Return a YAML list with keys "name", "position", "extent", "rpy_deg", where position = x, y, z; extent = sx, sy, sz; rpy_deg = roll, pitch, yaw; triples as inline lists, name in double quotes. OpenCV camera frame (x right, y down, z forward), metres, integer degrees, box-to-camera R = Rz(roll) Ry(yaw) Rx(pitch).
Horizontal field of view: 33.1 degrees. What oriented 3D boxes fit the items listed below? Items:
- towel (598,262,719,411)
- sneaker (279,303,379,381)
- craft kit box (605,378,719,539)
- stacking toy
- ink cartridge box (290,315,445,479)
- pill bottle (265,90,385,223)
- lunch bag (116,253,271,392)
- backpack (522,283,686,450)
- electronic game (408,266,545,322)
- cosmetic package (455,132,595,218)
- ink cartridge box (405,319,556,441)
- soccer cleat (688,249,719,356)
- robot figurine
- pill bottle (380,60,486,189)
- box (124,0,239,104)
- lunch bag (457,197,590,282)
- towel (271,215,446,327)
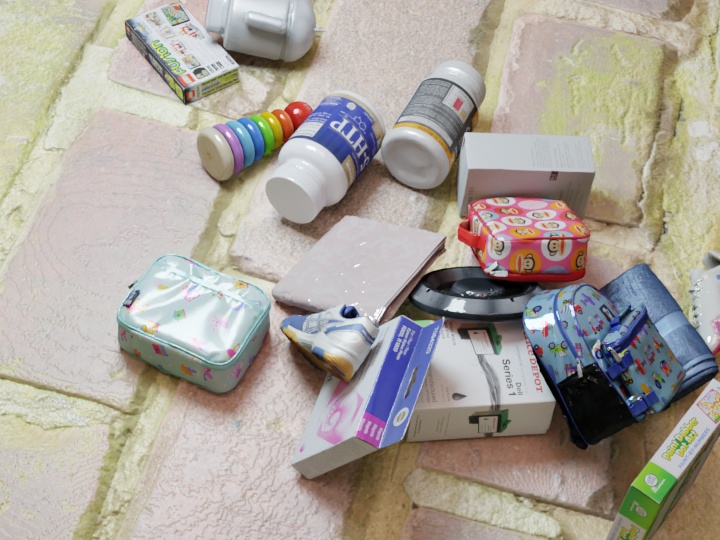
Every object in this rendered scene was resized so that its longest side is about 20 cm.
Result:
- name: "towel"
  position: [0.405, 0.089, 1.693]
  extent: [0.111, 0.048, 0.201]
  rpy_deg: [-36, 54, 11]
- name: "sneaker"
  position: [-0.037, 0.086, 1.621]
  extent: [0.088, 0.075, 0.199]
  rpy_deg: [-49, 29, -11]
- name: "craft kit box"
  position: [0.375, 0.259, 1.487]
  extent: [0.048, 0.201, 0.197]
  rpy_deg: [31, 54, 20]
- name: "stacking toy"
  position: [-0.156, -0.217, 1.904]
  extent: [0.199, 0.086, 0.085]
  rpy_deg: [-29, 59, -30]
- name: "ink cartridge box"
  position: [0.008, 0.154, 1.553]
  extent: [0.043, 0.199, 0.198]
  rpy_deg: [37, 49, -18]
- name: "pill bottle"
  position: [-0.056, -0.169, 1.844]
  extent: [0.119, 0.120, 0.201]
  rpy_deg: [25, 54, 15]
- name: "lunch bag"
  position: [-0.230, 0.064, 1.671]
  extent: [0.198, 0.078, 0.161]
  rpy_deg: [23, 53, 13]
- name: "backpack"
  position: [0.308, 0.102, 1.580]
  extent: [0.202, 0.134, 0.182]
  rpy_deg: [59, 33, 5]
- name: "electronic game"
  position: [0.165, 0.035, 1.696]
  extent: [0.197, 0.042, 0.200]
  rpy_deg: [1, 16, 0]
- name: "cosmetic package"
  position: [0.249, -0.144, 1.855]
  extent: [0.197, 0.114, 0.082]
  rpy_deg: [-1, 51, -3]
- name: "ink cartridge box"
  position: [0.152, 0.143, 1.634]
  extent: [0.197, 0.085, 0.148]
  rpy_deg: [-3, 52, -7]
- name: "soccer cleat"
  position: [0.499, 0.050, 1.744]
  extent: [0.086, 0.070, 0.201]
  rpy_deg: [35, 47, 2]
- name: "robot figurine"
  position: [-0.159, -0.414, 2.027]
  extent: [0.197, 0.115, 0.170]
  rpy_deg: [10, 14, -7]
- name: "pill bottle"
  position: [0.120, -0.233, 1.910]
  extent: [0.115, 0.117, 0.201]
  rpy_deg: [22, 54, 13]
- name: "box"
  position: [-0.301, -0.370, 2.037]
  extent: [0.109, 0.035, 0.200]
  rpy_deg: [-27, 58, -23]
- name: "lunch bag"
  position: [0.227, -0.048, 1.749]
  extent: [0.173, 0.083, 0.200]
  rpy_deg: [0, 20, -6]
- name: "towel"
  position: [0.000, 0.000, 1.727]
  extent: [0.198, 0.033, 0.191]
  rpy_deg: [13, 47, 39]
